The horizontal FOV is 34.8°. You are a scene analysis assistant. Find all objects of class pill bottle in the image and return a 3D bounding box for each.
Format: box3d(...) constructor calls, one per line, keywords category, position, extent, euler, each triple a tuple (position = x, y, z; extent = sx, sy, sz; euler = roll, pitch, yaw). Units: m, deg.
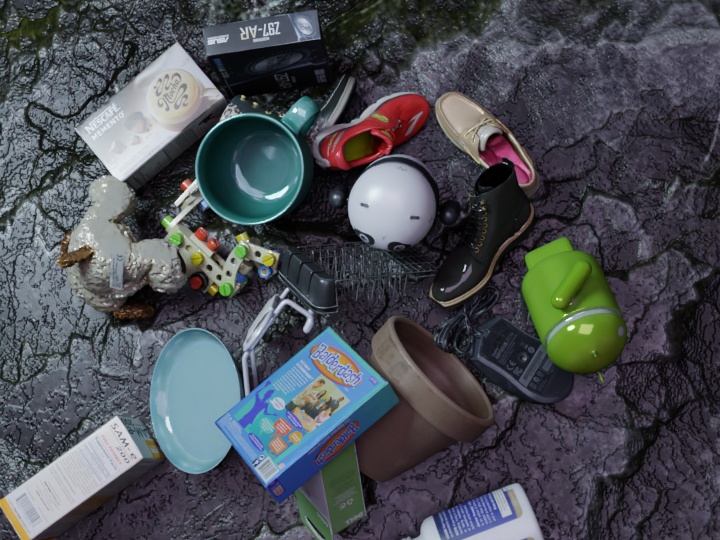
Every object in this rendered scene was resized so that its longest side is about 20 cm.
box3d(category="pill bottle", position=(0.146, 0.378, 1.556), extent=(0.199, 0.120, 0.120), euler=(-21, 81, 0))

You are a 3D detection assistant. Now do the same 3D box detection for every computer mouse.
box3d(category="computer mouse", position=(0.210, 0.117, 1.622), extent=(0.200, 0.053, 0.139), euler=(38, 63, 9))

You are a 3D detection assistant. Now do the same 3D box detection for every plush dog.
box3d(category="plush dog", position=(-0.361, -0.005, 1.620), extent=(0.160, 0.172, 0.200), euler=(-34, 77, -33))

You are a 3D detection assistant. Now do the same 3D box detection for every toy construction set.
box3d(category="toy construction set", position=(-0.213, -0.042, 1.652), extent=(0.200, 0.092, 0.131), euler=(49, 112, 16))

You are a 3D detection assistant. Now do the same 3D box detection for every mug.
box3d(category="mug", position=(-0.126, -0.146, 1.593), extent=(0.184, 0.114, 0.153), euler=(-14, 94, 9))

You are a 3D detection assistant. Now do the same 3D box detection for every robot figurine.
box3d(category="robot figurine", position=(0.047, -0.093, 1.587), extent=(0.150, 0.200, 0.125), euler=(-31, 97, 10))
box3d(category="robot figurine", position=(0.293, 0.055, 1.577), extent=(0.115, 0.176, 0.201), euler=(-23, 54, 8))

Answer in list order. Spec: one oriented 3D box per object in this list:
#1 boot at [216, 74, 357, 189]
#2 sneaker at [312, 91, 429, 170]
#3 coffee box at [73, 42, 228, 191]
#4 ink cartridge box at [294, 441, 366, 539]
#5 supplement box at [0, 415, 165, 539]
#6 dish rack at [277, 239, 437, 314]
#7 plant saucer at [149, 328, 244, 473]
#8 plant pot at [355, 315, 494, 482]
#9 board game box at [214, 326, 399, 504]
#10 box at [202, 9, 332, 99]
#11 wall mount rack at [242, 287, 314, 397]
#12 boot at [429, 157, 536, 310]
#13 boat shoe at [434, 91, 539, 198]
box3d(category="boot", position=(-0.111, -0.227, 1.678), extent=(0.153, 0.073, 0.204), euler=(32, 89, 2))
box3d(category="sneaker", position=(0.029, -0.190, 1.638), extent=(0.199, 0.085, 0.077), euler=(-32, 119, -23))
box3d(category="coffee box", position=(-0.304, -0.222, 1.690), extent=(0.200, 0.080, 0.113), euler=(-40, 82, -3))
box3d(category="ink cartridge box", position=(-0.047, 0.284, 1.551), extent=(0.059, 0.201, 0.104), euler=(-25, 37, -24))
box3d(category="supplement box", position=(-0.384, 0.290, 1.597), extent=(0.200, 0.126, 0.074), euler=(-36, 80, -3))
box3d(category="dish rack", position=(0.000, 0.000, 1.594), extent=(0.199, 0.153, 0.055), euler=(-6, 114, -25))
box3d(category="plant saucer", position=(-0.225, 0.181, 1.604), extent=(0.199, 0.027, 0.202), euler=(-4, 84, 42))
box3d(category="plant pot", position=(0.055, 0.191, 1.566), extent=(0.175, 0.200, 0.200), euler=(-45, 81, 13))
box3d(category="board game box", position=(-0.071, 0.182, 1.475), extent=(0.200, 0.045, 0.152), euler=(-39, 41, -9))
box3d(category="box", position=(-0.127, -0.304, 1.631), extent=(0.159, 0.200, 0.044), euler=(-8, 81, 1))
box3d(category="wall mount rack", position=(-0.127, 0.110, 1.586), extent=(0.074, 0.200, 0.174), euler=(34, 98, -5))
box3d(category="boot", position=(0.155, -0.055, 1.595), extent=(0.077, 0.138, 0.200), euler=(31, 74, 32))
box3d(category="boat shoe", position=(0.186, -0.189, 1.661), extent=(0.074, 0.069, 0.200), euler=(-44, 82, -4))
